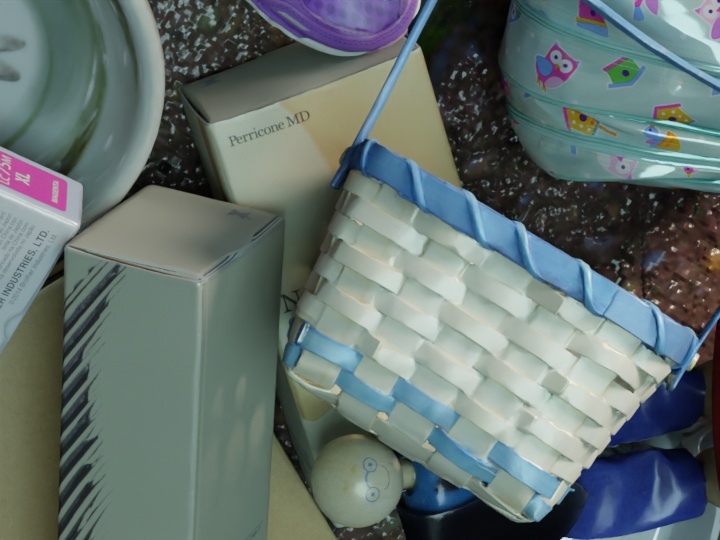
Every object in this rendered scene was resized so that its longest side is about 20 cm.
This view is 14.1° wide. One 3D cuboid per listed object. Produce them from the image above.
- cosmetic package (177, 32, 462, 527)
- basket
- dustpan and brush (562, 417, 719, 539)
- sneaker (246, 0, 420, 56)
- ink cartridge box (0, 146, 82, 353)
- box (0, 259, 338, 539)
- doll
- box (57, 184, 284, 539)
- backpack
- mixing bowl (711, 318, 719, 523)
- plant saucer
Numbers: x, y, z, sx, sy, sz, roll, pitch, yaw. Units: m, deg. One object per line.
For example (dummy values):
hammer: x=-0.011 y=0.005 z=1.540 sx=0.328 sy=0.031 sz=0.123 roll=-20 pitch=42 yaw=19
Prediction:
cosmetic package: x=0.000 y=0.000 z=1.288 sx=0.105 sy=0.071 sz=0.201 roll=-22 pitch=111 yaw=-7
basket: x=0.066 y=-0.013 z=1.179 sx=0.176 sy=0.139 sz=0.200 roll=34 pitch=94 yaw=2
dustpan and brush: x=0.135 y=0.093 z=1.358 sx=0.200 sy=0.057 sz=0.140 roll=-41 pitch=112 yaw=1
sneaker: x=-0.036 y=-0.178 z=1.197 sx=0.080 sy=0.088 sz=0.201 roll=-29 pitch=101 yaw=-5
ink cartridge box: x=-0.228 y=-0.024 z=1.197 sx=0.200 sy=0.042 sz=0.119 roll=23 pitch=121 yaw=-21
box: x=-0.118 y=0.097 z=1.316 sx=0.163 sy=0.021 sz=0.200 roll=-31 pitch=112 yaw=-2
doll: x=0.070 y=0.078 z=1.265 sx=0.199 sy=0.048 sz=0.137 roll=-7 pitch=96 yaw=-23
box: x=-0.082 y=0.072 z=1.239 sx=0.068 sy=0.082 sz=0.201 roll=13 pitch=115 yaw=20
backpack: x=0.161 y=-0.101 z=1.255 sx=0.199 sy=0.167 sz=0.127 roll=4 pitch=106 yaw=-7
mixing bowl: x=0.227 y=0.027 z=1.234 sx=0.199 sy=0.200 sz=0.109 roll=-17 pitch=67 yaw=-8
plant saucer: x=-0.181 y=-0.090 z=1.209 sx=0.199 sy=0.050 sz=0.201 roll=-2 pitch=124 yaw=-2
